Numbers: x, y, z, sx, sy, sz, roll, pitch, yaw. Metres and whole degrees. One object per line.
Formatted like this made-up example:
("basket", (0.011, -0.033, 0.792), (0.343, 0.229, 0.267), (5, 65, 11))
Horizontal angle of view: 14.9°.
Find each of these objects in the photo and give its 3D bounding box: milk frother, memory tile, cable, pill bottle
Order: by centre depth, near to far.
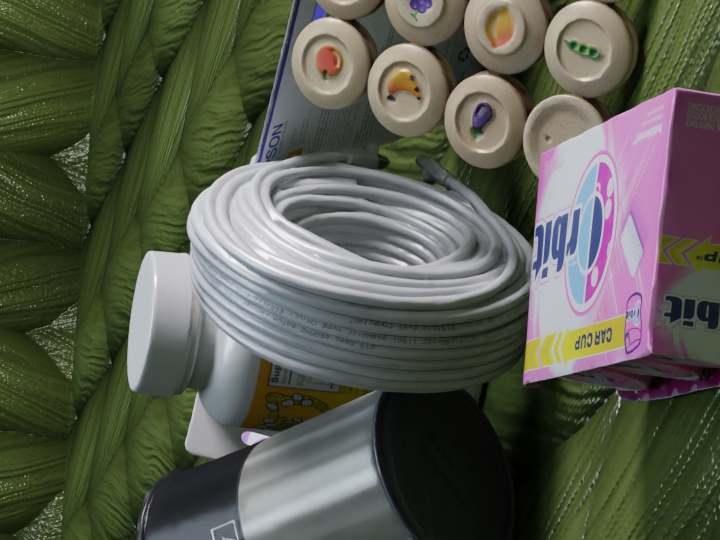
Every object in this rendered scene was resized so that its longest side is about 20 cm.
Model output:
("memory tile", (0.055, -0.135, 1.438), (0.017, 0.199, 0.154), (-16, -58, -58))
("cable", (0.000, 0.000, 1.512), (0.200, 0.199, 0.070), (39, 124, 47))
("milk frother", (0.011, 0.140, 1.578), (0.188, 0.181, 0.200), (-24, 20, 35))
("pill bottle", (-0.033, 0.041, 1.634), (0.113, 0.199, 0.113), (-173, 90, -77))

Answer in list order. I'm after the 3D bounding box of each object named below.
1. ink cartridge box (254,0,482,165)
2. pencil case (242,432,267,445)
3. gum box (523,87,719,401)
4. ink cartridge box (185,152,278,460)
("ink cartridge box", (0.011, -0.159, 1.603), (0.043, 0.199, 0.197), (37, 127, 30))
("pencil case", (-0.035, 0.147, 1.860), (0.200, 0.084, 0.086), (-99, -12, -54))
("gum box", (0.131, -0.006, 1.240), (0.200, 0.066, 0.114), (156, 122, -75))
("ink cartridge box", (-0.033, 0.031, 1.768), (0.067, 0.115, 0.201), (154, 130, -72))
